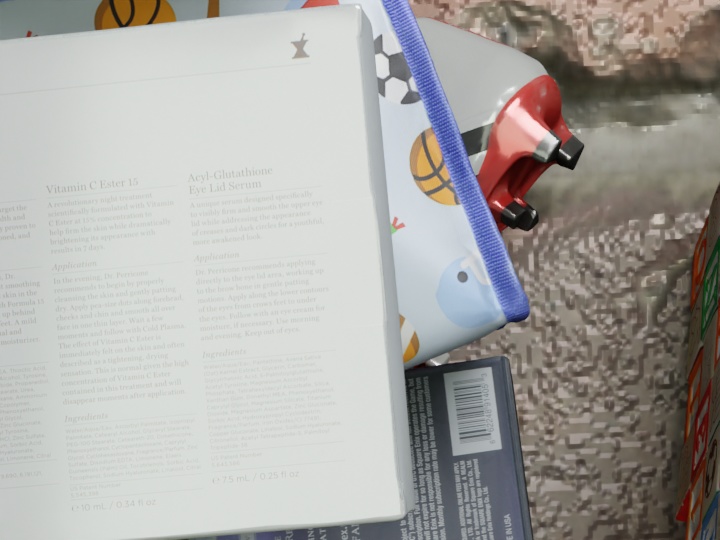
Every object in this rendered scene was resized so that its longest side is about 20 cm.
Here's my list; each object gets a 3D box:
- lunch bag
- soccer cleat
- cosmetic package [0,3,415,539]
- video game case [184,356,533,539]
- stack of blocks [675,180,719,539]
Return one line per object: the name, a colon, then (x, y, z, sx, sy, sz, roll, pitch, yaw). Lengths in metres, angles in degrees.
lunch bag: (-0.058, -0.045, 0.866, 0.169, 0.124, 0.201, -23, 88, -6)
soccer cleat: (0.000, 0.000, 0.957, 0.085, 0.069, 0.201, 36, 97, 18)
cosmetic package: (-0.089, 0.007, 0.778, 0.198, 0.052, 0.152, -5, 89, 5)
video game case: (-0.040, 0.105, 0.877, 0.198, 0.019, 0.144, -9, 55, 5)
stack of blocks: (0.147, 0.054, 0.889, 0.058, 0.115, 0.201, 9, 60, -1)
